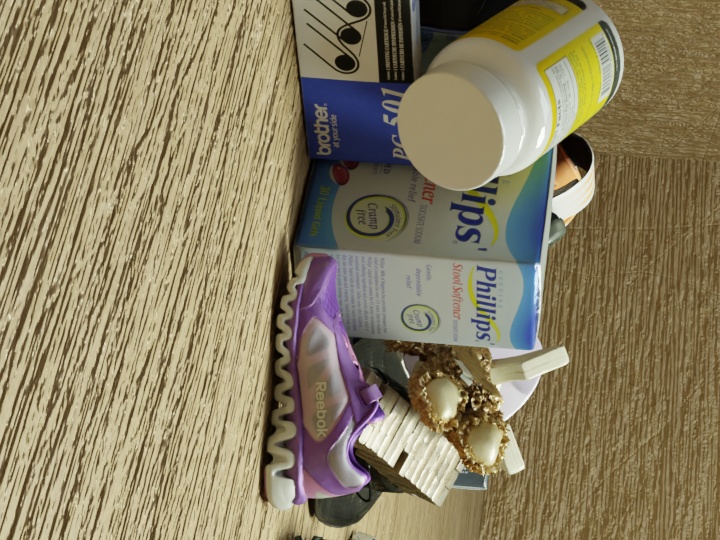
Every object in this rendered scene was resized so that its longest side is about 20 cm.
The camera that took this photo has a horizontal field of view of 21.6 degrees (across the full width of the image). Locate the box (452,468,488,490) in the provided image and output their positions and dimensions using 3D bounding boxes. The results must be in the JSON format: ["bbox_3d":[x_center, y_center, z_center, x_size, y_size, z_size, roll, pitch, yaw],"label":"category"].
[{"bbox_3d":[0.085,0.135,2.081,0.148,0.106,0.201,147,-53,-83],"label":"box"}]

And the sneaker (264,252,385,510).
[{"bbox_3d":[-0.023,0.088,1.466,0.080,0.088,0.201,24,69,-80],"label":"sneaker"}]

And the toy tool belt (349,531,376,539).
[{"bbox_3d":[0.040,0.339,1.897,0.200,0.122,0.126,-52,145,-76],"label":"toy tool belt"}]

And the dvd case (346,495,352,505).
[{"bbox_3d":[0.011,0.136,1.836,0.143,0.017,0.201,73,30,-78],"label":"dvd case"}]

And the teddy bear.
[{"bbox_3d":[0.074,0.106,1.592,0.067,0.145,0.200,-47,-151,15],"label":"teddy bear"}]

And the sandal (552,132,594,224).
[{"bbox_3d":[0.171,-0.094,1.672,0.079,0.059,0.207,-59,146,-17],"label":"sandal"}]

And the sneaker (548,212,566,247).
[{"bbox_3d":[0.079,-0.029,1.683,0.115,0.199,0.076,67,15,5],"label":"sneaker"}]

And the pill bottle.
[{"bbox_3d":[0.119,-0.144,1.498,0.200,0.114,0.115,-36,134,-49],"label":"pill bottle"}]

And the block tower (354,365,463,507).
[{"bbox_3d":[0.021,0.136,1.592,0.054,0.058,0.200,-60,141,-11],"label":"block tower"}]

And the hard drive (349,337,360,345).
[{"bbox_3d":[0.000,0.000,1.801,0.132,0.025,0.201,-55,148,-75],"label":"hard drive"}]

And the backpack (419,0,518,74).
[{"bbox_3d":[0.075,-0.223,1.683,0.200,0.182,0.148,-61,158,-48],"label":"backpack"}]

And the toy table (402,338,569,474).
[{"bbox_3d":[0.111,0.118,1.944,0.184,0.199,0.117,58,-11,-8],"label":"toy table"}]

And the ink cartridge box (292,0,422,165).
[{"bbox_3d":[0.000,-0.170,1.482,0.201,0.093,0.044,84,13,-47],"label":"ink cartridge box"}]

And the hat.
[{"bbox_3d":[0.030,0.149,1.715,0.200,0.081,0.202,-29,123,-58],"label":"hat"}]

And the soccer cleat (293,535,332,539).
[{"bbox_3d":[-0.027,0.271,1.607,0.200,0.064,0.084,60,37,-76],"label":"soccer cleat"}]

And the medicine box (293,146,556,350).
[{"bbox_3d":[0.058,-0.039,1.574,0.183,0.199,0.103,-78,169,-45],"label":"medicine box"}]
